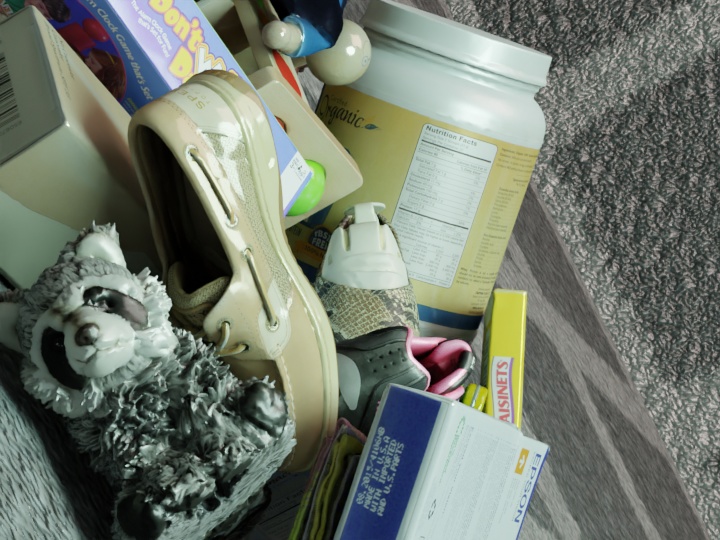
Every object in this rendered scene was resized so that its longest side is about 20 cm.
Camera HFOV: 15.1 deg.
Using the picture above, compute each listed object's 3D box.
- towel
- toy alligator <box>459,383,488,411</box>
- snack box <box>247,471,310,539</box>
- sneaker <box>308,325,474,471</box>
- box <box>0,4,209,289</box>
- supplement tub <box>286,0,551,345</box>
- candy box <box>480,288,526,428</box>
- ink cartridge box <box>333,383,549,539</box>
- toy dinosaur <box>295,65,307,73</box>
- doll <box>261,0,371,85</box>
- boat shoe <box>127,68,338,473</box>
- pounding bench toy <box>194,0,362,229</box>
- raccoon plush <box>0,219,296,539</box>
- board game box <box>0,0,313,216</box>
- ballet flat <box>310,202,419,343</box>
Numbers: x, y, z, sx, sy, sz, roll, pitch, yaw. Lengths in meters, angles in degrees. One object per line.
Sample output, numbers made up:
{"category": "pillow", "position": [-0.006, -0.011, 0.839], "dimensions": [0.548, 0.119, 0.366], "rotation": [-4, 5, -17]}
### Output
{"category": "towel", "position": [-0.005, 0.159, 1.347], "dimensions": [0.023, 0.144, 0.200], "rotation": [17, -9, 20]}
{"category": "toy alligator", "position": [0.038, 0.086, 1.609], "dimensions": [0.059, 0.054, 0.200], "rotation": [20, -2, 2]}
{"category": "snack box", "position": [-0.041, 0.087, 1.502], "dimensions": [0.200, 0.068, 0.169], "rotation": [47, 17, -49]}
{"category": "sneaker", "position": [0.023, 0.070, 1.415], "dimensions": [0.079, 0.095, 0.200], "rotation": [65, 11, 16]}
{"category": "box", "position": [-0.131, -0.025, 1.328], "dimensions": [0.200, 0.078, 0.095], "rotation": [50, 14, -47]}
{"category": "supplement tub", "position": [0.032, -0.060, 1.722], "dimensions": [0.144, 0.201, 0.145], "rotation": [18, 7, -2]}
{"category": "candy box", "position": [0.083, 0.117, 1.653], "dimensions": [0.102, 0.026, 0.201], "rotation": [76, 17, -81]}
{"category": "ink cartridge box", "position": [0.024, 0.162, 1.333], "dimensions": [0.040, 0.200, 0.200], "rotation": [17, -4, 19]}
{"category": "toy dinosaur", "position": [-0.081, -0.095, 1.786], "dimensions": [0.200, 0.086, 0.136], "rotation": [39, 30, -51]}
{"category": "doll", "position": [-0.036, -0.179, 1.540], "dimensions": [0.200, 0.048, 0.137], "rotation": [70, 21, -47]}
{"category": "boat shoe", "position": [-0.066, 0.010, 1.274], "dimensions": [0.064, 0.071, 0.201], "rotation": [-31, 113, -43]}
{"category": "pounding bench toy", "position": [-0.077, -0.078, 1.618], "dimensions": [0.200, 0.124, 0.156], "rotation": [47, 17, -54]}
{"category": "raccoon plush", "position": [-0.112, 0.069, 1.263], "dimensions": [0.134, 0.097, 0.200], "rotation": [48, -24, 13]}
{"category": "board game box", "position": [-0.131, -0.104, 1.407], "dimensions": [0.200, 0.134, 0.045], "rotation": [55, 53, -31]}
{"category": "ballet flat", "position": [0.000, 0.000, 1.556], "dimensions": [0.200, 0.068, 0.076], "rotation": [-95, -170, -77]}
